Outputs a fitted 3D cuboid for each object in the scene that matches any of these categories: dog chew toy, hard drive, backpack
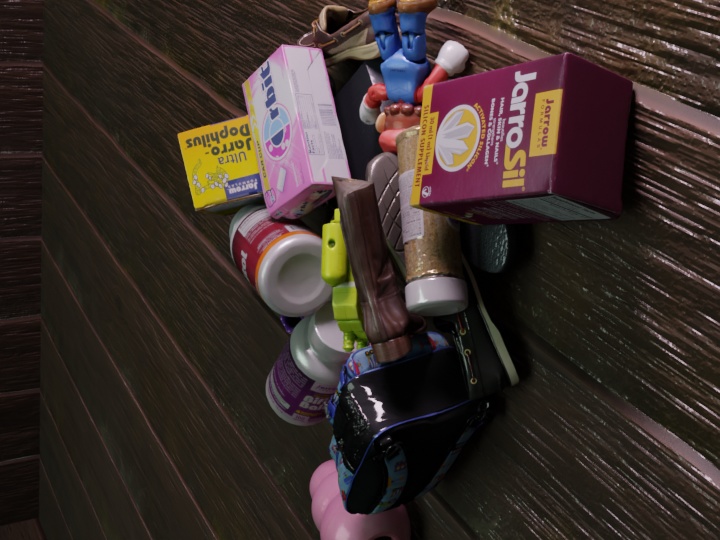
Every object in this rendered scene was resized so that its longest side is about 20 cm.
[{"bbox_3d":[-0.011,0.333,1.300,0.200,0.123,0.126,-138,50,-60],"label":"dog chew toy"},{"bbox_3d":[0.021,-0.167,1.224,0.135,0.042,0.203,-38,63,55],"label":"hard drive"},{"bbox_3d":[0.043,0.193,1.121,0.135,0.181,0.201,55,144,33],"label":"backpack"}]

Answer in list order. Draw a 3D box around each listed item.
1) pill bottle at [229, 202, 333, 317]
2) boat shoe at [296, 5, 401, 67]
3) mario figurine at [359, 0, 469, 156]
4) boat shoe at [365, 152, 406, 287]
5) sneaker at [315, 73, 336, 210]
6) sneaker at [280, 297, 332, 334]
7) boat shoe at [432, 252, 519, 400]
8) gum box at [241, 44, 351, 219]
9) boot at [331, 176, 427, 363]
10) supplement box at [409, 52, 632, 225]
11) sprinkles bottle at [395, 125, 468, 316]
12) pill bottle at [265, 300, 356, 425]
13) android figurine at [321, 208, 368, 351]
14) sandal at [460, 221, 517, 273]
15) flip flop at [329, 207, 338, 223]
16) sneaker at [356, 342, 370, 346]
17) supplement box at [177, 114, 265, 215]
[{"bbox_3d":[-0.114,-0.024,1.291,0.200,0.111,0.115,-139,50,-59],"label":"pill bottle"},{"bbox_3d":[-0.027,-0.316,1.228,0.199,0.072,0.072,14,144,54],"label":"boat shoe"},{"bbox_3d":[0.059,-0.224,1.111,0.123,0.105,0.203,-141,41,-58],"label":"mario figurine"},{"bbox_3d":[0.049,-0.043,1.128,0.073,0.074,0.202,7,120,66],"label":"boat shoe"},{"bbox_3d":[-0.072,-0.171,1.334,0.203,0.076,0.148,117,148,-56],"label":"sneaker"},{"bbox_3d":[-0.062,0.027,1.355,0.081,0.087,0.201,60,141,36],"label":"sneaker"},{"bbox_3d":[0.111,0.045,1.059,0.074,0.062,0.204,70,178,-75],"label":"boat shoe"},{"bbox_3d":[-0.084,-0.176,1.230,0.113,0.065,0.203,-28,71,51],"label":"gum box"},{"bbox_3d":[0.017,-0.016,1.050,0.186,0.063,0.203,-73,-33,-80],"label":"boot"},{"bbox_3d":[0.151,-0.119,0.914,0.199,0.102,0.133,-1,79,53],"label":"supplement box"},{"bbox_3d":[0.076,-0.055,1.024,0.068,0.067,0.203,-28,62,57],"label":"sprinkles bottle"},{"bbox_3d":[-0.058,0.131,1.337,0.113,0.111,0.201,67,148,27],"label":"pill bottle"},{"bbox_3d":[0.000,0.000,1.135,0.040,0.182,0.203,-1,82,20],"label":"android figurine"},{"bbox_3d":[0.132,-0.070,1.066,0.077,0.042,0.201,-67,31,28],"label":"sandal"},{"bbox_3d":[-0.024,-0.061,1.261,0.081,0.057,0.203,-15,-93,-87],"label":"flip flop"},{"bbox_3d":[0.039,0.133,1.229,0.095,0.078,0.203,12,107,46],"label":"sneaker"},{"bbox_3d":[-0.182,-0.149,1.370,0.200,0.107,0.111,-30,-75,-87],"label":"supplement box"}]
